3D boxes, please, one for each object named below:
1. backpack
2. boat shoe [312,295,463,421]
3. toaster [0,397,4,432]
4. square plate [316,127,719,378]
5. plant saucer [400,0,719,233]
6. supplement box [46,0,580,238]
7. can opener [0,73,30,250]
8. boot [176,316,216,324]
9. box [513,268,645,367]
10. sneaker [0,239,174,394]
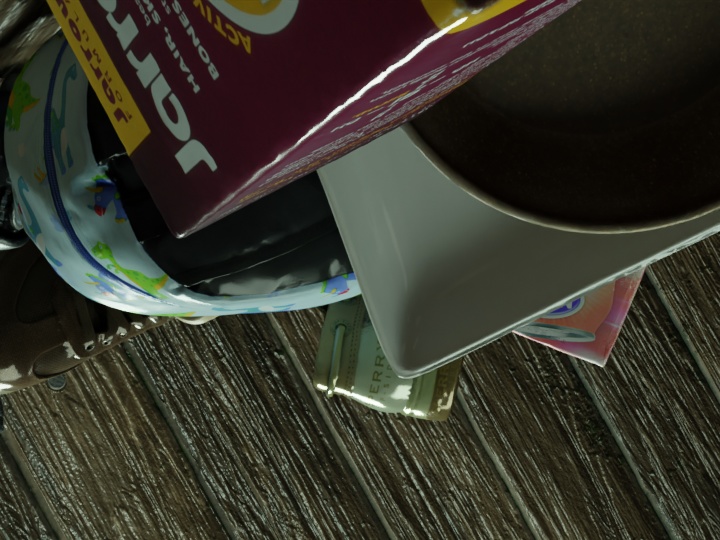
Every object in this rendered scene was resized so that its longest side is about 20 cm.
[{"bbox_3d":[-0.036,-0.055,0.708,0.153,0.164,0.200,-7,-164,42],"label":"backpack"},{"bbox_3d":[0.000,0.000,0.819,0.062,0.074,0.200,4,-160,-11],"label":"boat shoe"},{"bbox_3d":[-0.289,0.070,1.048,0.128,0.115,0.200,-15,-177,8],"label":"toaster"},{"bbox_3d":[0.065,-0.089,0.648,0.197,0.201,0.028,-25,-158,-5],"label":"square plate"},{"bbox_3d":[0.087,-0.113,0.610,0.199,0.201,0.037,-30,-156,-4],"label":"plant saucer"},{"bbox_3d":[-0.008,-0.090,0.408,0.085,0.111,0.200,-29,180,-22],"label":"supplement box"},{"bbox_3d":[-0.139,-0.059,0.792,0.200,0.078,0.064,-39,149,-63],"label":"can opener"},{"bbox_3d":[-0.035,-0.082,0.892,0.166,0.072,0.201,-51,164,-59],"label":"boot"},{"bbox_3d":[0.098,-0.040,0.971,0.200,0.102,0.095,-71,-178,-71],"label":"box"},{"bbox_3d":[-0.120,0.001,0.929,0.075,0.071,0.200,-6,-161,28],"label":"sneaker"}]
